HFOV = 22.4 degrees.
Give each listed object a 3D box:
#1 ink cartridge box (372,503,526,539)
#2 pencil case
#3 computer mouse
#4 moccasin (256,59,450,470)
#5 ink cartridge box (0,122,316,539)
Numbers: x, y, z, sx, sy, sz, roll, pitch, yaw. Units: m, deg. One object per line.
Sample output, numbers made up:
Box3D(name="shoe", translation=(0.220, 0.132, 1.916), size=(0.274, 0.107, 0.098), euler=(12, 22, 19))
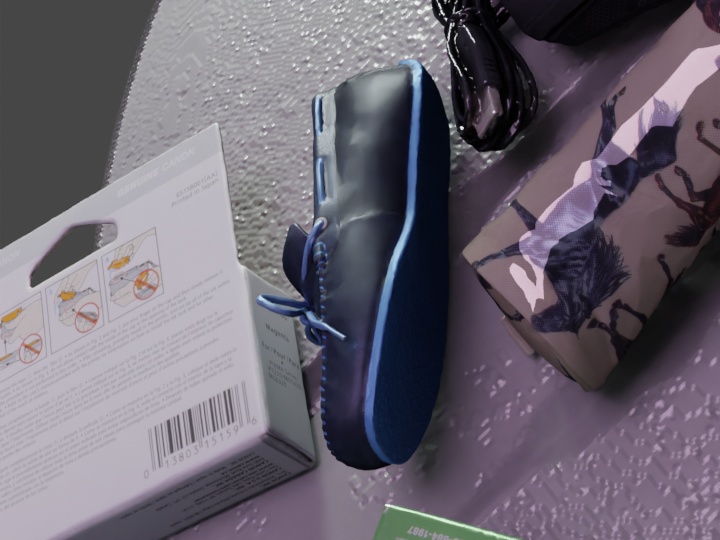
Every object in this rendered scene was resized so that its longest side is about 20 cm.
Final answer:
Box3D(name="ink cartridge box", translation=(0.048, 0.202, 0.636), size=(0.145, 0.087, 0.201), euler=(9, 71, 40))
Box3D(name="pencil case", translation=(0.123, -0.046, 0.719), size=(0.078, 0.089, 0.200), euler=(42, 95, 14))
Box3D(name="computer mouse", translation=(0.111, -0.147, 0.787), size=(0.199, 0.053, 0.139), euler=(-28, 42, 21))
Box3D(name="moccasin", translation=(0.000, 0.000, 0.793), size=(0.068, 0.081, 0.201), euler=(-7, 49, 18))
Box3D(name="ink cartridge box", translation=(-0.123, 0.049, 0.876), size=(0.199, 0.043, 0.175), euler=(-27, 52, 23))
